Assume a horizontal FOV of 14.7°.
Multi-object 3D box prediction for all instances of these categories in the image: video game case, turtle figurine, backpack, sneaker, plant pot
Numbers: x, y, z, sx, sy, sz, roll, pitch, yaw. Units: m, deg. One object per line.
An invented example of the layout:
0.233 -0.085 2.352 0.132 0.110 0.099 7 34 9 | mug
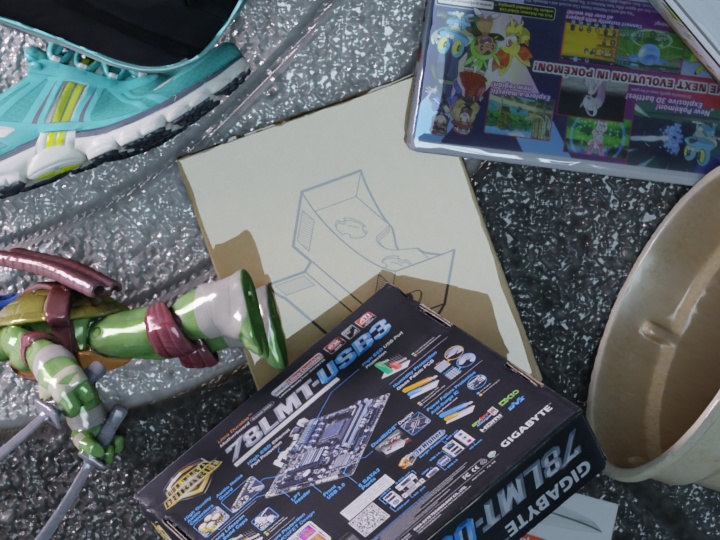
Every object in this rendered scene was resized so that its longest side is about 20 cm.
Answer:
0.136 -0.148 1.623 0.199 0.023 0.183 7 99 -10 | video game case
-0.140 0.077 1.597 0.193 0.201 0.144 -14 136 8 | turtle figurine
-0.141 -0.207 1.550 0.199 0.153 0.177 23 100 5 | backpack
-0.162 -0.098 1.610 0.199 0.078 0.080 -17 90 1 | sneaker
0.258 0.064 1.600 0.183 0.200 0.201 26 98 -17 | plant pot

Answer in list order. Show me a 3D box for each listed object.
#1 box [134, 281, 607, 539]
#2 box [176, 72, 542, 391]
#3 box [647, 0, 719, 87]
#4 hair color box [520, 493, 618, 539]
0.002 0.114 1.532 0.200 0.198 0.050 -39 124 -14 | box
0.000 0.000 1.653 0.163 0.021 0.201 -19 98 1 | box
0.219 -0.181 1.587 0.117 0.060 0.200 -41 104 0 | box
0.067 0.211 1.531 0.110 0.064 0.201 16 58 1 | hair color box
